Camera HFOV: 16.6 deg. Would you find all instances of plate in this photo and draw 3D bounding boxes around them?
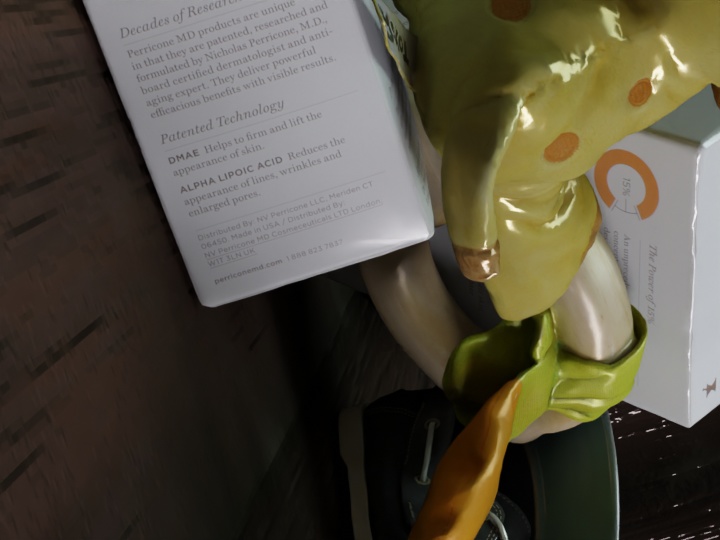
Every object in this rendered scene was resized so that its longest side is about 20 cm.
[{"bbox_3d":[0.062,0.132,1.017,0.200,0.025,0.202,-171,-90,-77],"label":"plate"}]

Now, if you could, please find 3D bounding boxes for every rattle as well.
[{"bbox_3d":[0.000,0.000,0.919,0.200,0.143,0.130,53,-17,-7],"label":"rattle"}]

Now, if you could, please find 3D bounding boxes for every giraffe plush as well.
[{"bbox_3d":[0.094,-0.087,0.790,0.200,0.161,0.174,-3,76,-83],"label":"giraffe plush"}]

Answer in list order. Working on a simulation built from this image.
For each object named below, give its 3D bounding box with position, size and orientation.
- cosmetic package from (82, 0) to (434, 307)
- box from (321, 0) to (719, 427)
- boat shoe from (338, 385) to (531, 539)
[{"bbox_3d":[-0.045,-0.106,0.755,0.113,0.081,0.201,-97,167,-64],"label":"cosmetic package"},{"bbox_3d":[0.078,-0.042,0.992,0.097,0.199,0.125,-33,133,-39],"label":"box"},{"bbox_3d":[0.032,0.107,0.944,0.200,0.067,0.072,-95,168,-59],"label":"boat shoe"}]
